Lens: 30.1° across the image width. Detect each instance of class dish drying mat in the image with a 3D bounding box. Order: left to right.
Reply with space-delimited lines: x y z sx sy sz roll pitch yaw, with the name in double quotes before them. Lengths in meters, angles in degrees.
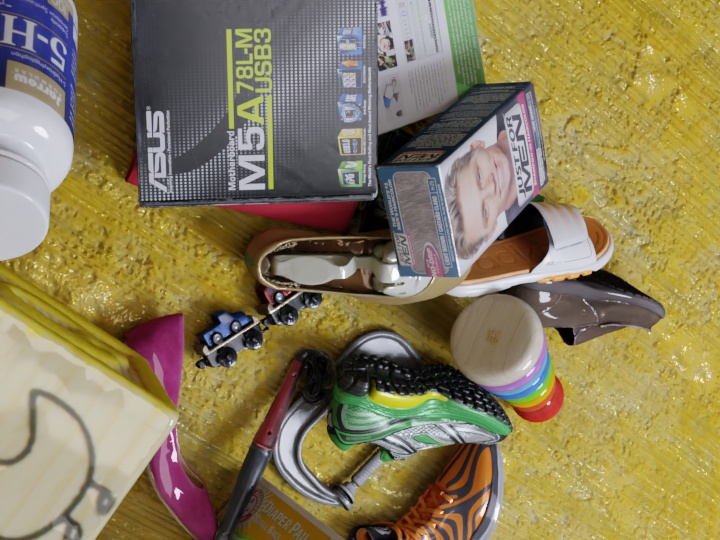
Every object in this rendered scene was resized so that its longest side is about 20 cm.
"dish drying mat" -0.092 -0.082 1.128 0.199 0.018 0.077 11 126 -21

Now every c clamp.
"c clamp" 0.016 0.150 1.260 0.200 0.027 0.171 -39 115 -16

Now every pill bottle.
"pill bottle" -0.263 -0.113 0.951 0.119 0.120 0.201 15 51 -29

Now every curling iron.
"curling iron" -0.077 0.154 1.183 0.201 0.049 0.026 -59 151 -21

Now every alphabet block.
"alphabet block" -0.276 0.117 0.984 0.195 0.196 0.201 35 88 -21

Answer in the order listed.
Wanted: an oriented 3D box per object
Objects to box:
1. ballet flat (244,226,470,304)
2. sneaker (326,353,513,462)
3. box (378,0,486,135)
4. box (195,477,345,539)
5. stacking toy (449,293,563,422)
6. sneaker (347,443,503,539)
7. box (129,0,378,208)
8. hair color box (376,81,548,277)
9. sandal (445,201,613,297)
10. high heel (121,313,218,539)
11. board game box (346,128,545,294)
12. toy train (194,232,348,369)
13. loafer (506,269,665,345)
"ballet flat" 0.000 0.000 1.146 0.198 0.063 0.069 0 102 -4
"sneaker" 0.053 0.134 1.235 0.199 0.078 0.086 12 113 -30
"box" 0.028 -0.197 1.154 0.199 0.036 0.145 -23 109 -41
"box" -0.057 0.272 1.148 0.113 0.200 0.101 -48 118 -13
"stacking toy" 0.149 0.097 1.256 0.086 0.085 0.200 -53 150 -8
"sneaker" 0.059 0.242 1.272 0.112 0.077 0.201 21 90 -30
"box" -0.083 -0.153 1.051 0.192 0.048 0.202 -2 104 -10
"hair color box" 0.092 -0.081 1.136 0.200 0.060 0.101 -43 127 -50
"sandal" 0.154 -0.027 1.229 0.206 0.079 0.060 -16 128 -30
"high heel" -0.149 0.138 1.149 0.096 0.067 0.201 -31 100 -8
"board game box" 0.083 -0.052 1.238 0.199 0.023 0.105 21 89 -38
"toy train" -0.067 0.023 1.184 0.199 0.034 0.046 -35 103 -21
"loafer" 0.215 0.037 1.318 0.199 0.073 0.071 11 106 -32
